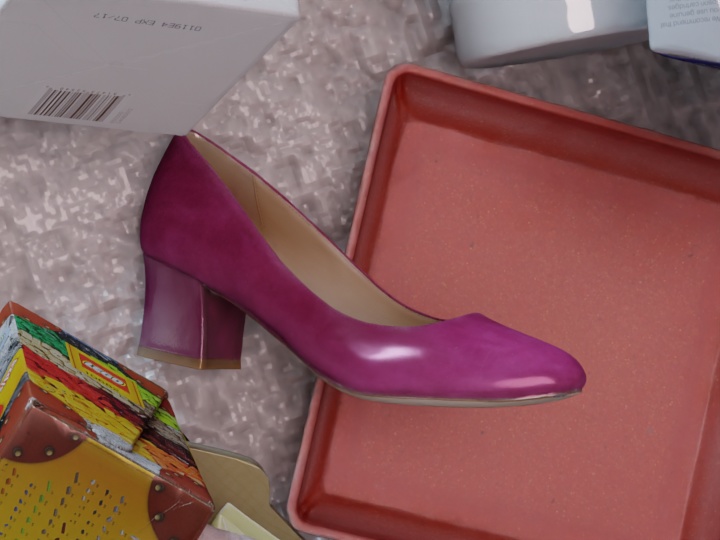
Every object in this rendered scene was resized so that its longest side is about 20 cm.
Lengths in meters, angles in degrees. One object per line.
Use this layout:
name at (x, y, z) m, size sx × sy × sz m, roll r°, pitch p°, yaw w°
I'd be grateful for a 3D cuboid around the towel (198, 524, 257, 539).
towel at (-0.049, 0.197, 1.026) m, size 0.200 × 0.032 × 0.191 m, roll 27°, pitch 97°, yaw -50°

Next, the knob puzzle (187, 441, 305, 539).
knob puzzle at (-0.112, 0.144, 1.071) m, size 0.219 × 0.030 × 0.220 m, roll -2°, pitch 103°, yaw -10°

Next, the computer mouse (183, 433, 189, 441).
computer mouse at (-0.049, 0.132, 1.107) m, size 0.059 × 0.034 × 0.200 m, roll -46°, pitch 100°, yaw -14°

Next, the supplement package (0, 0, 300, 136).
supplement package at (-0.103, -0.168, 1.029) m, size 0.113 × 0.110 × 0.201 m, roll 5°, pitch 66°, yaw -27°

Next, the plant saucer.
plant saucer at (0.079, 0.033, 1.146) m, size 0.199 × 0.037 × 0.201 m, roll 14°, pitch 83°, yaw -14°

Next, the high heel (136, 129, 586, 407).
high heel at (0.000, 0.000, 1.069) m, size 0.067 × 0.200 × 0.096 m, roll 3°, pitch 95°, yaw -58°

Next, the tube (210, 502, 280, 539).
tube at (-0.085, 0.188, 1.047) m, size 0.052 × 0.058 × 0.200 m, roll 38°, pitch 89°, yaw 24°

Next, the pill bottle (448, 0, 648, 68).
pill bottle at (0.070, -0.190, 1.115) m, size 0.113 × 0.113 × 0.201 m, roll -10°, pitch 90°, yaw -16°

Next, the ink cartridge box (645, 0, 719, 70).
ink cartridge box at (0.160, -0.128, 1.105) m, size 0.040 × 0.200 × 0.201 m, roll -7°, pitch 86°, yaw 23°

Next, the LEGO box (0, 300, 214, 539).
LEGO box at (-0.142, 0.128, 0.969) m, size 0.077 × 0.149 × 0.200 m, roll 31°, pitch 95°, yaw -15°
